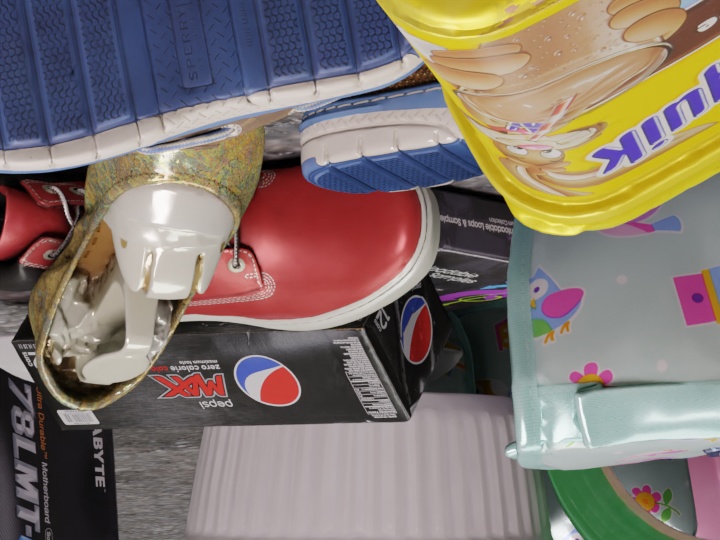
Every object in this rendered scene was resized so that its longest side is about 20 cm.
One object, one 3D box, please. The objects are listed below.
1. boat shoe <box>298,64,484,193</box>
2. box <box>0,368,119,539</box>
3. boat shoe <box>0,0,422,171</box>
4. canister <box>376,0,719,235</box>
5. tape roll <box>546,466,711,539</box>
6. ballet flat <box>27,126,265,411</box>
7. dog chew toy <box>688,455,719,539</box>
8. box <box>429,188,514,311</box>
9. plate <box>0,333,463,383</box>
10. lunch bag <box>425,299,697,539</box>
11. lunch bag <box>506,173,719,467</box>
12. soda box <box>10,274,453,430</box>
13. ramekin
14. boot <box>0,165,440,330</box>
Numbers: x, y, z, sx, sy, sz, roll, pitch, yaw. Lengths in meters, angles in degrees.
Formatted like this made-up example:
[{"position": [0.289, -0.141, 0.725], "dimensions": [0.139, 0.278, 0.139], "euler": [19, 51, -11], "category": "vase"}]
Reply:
[{"position": [0.069, -0.077, 0.951], "dimensions": [0.199, 0.073, 0.072], "euler": [-7, 169, 19], "category": "boat shoe"}, {"position": [-0.220, 0.145, 1.626], "dimensions": [0.049, 0.201, 0.198], "euler": [-11, 167, 38], "category": "box"}, {"position": [-0.071, -0.066, 0.908], "dimensions": [0.199, 0.073, 0.072], "euler": [-5, 171, 0], "category": "boat shoe"}, {"position": [0.078, -0.092, 0.773], "dimensions": [0.148, 0.087, 0.200], "euler": [-30, 163, 6], "category": "canister"}, {"position": [0.190, 0.072, 1.438], "dimensions": [0.199, 0.202, 0.048], "euler": [-6, 169, 4], "category": "tape roll"}, {"position": [-0.086, -0.005, 1.123], "dimensions": [0.070, 0.071, 0.200], "euler": [0, 150, -25], "category": "ballet flat"}, {"position": [0.289, 0.154, 2.143], "dimensions": [0.199, 0.125, 0.125], "euler": [-16, 167, 12], "category": "dog chew toy"}, {"position": [0.000, 0.000, 1.418], "dimensions": [0.199, 0.036, 0.143], "euler": [-12, 168, 37], "category": "box"}, {"position": [-0.075, 0.053, 1.511], "dimensions": [0.198, 0.033, 0.200], "euler": [-3, 174, 32], "category": "plate"}, {"position": [0.085, 0.100, 1.607], "dimensions": [0.199, 0.172, 0.122], "euler": [-8, 169, 4], "category": "lunch bag"}, {"position": [0.138, 0.006, 1.008], "dimensions": [0.169, 0.123, 0.200], "euler": [-3, -150, 8], "category": "lunch bag"}, {"position": [-0.062, 0.030, 1.336], "dimensions": [0.199, 0.071, 0.064], "euler": [-2, 131, 29], "category": "soda box"}, {"position": [0.005, 0.113, 1.463], "dimensions": [0.201, 0.095, 0.202], "euler": [1, 174, 0], "category": "ramekin"}, {"position": [-0.077, -0.016, 1.218], "dimensions": [0.199, 0.073, 0.144], "euler": [-7, 168, 30], "category": "boot"}]
